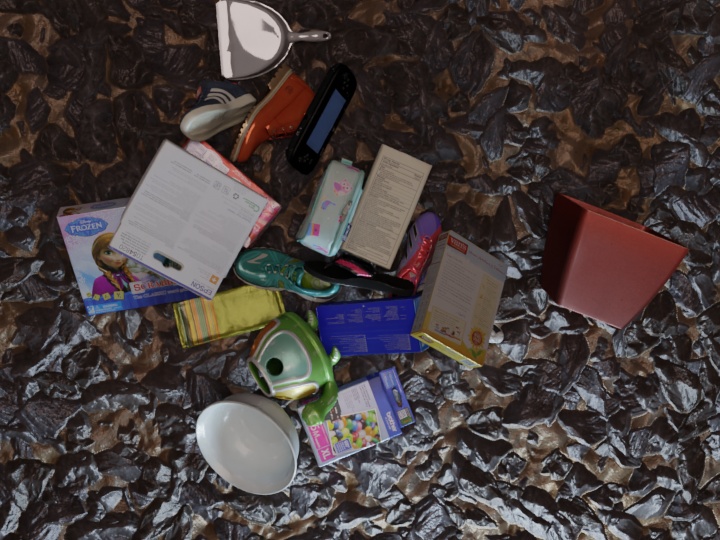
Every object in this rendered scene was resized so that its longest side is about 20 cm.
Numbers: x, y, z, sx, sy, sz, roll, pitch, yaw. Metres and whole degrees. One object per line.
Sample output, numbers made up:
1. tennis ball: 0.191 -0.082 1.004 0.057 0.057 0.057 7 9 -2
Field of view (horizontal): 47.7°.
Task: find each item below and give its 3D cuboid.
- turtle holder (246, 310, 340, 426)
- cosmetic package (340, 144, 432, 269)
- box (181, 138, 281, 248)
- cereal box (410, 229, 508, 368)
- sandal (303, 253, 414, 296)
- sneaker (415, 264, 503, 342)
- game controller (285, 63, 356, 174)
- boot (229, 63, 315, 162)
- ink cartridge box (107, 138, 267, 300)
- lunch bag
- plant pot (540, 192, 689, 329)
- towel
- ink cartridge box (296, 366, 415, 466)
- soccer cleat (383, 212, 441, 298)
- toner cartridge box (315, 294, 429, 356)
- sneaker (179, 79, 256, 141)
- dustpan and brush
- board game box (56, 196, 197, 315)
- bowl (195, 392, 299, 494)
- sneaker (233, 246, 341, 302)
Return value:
1. turtle holder: -0.119 0.173 1.441 0.131 0.141 0.187 -31 111 -27
2. cosmetic package: 0.043 -0.113 1.475 0.103 0.087 0.201 24 91 -4
3. box: -0.243 -0.138 1.446 0.200 0.095 0.100 40 90 -4
4. cereal box: 0.175 0.050 1.421 0.143 0.039 0.201 30 64 -23
5. sandal: 0.000 0.000 1.429 0.198 0.075 0.045 11 112 2
6. sneaker: 0.190 0.051 1.496 0.198 0.079 0.131 20 77 -16
7. game controller: -0.067 -0.268 1.454 0.042 0.104 0.201 28 90 27
8. boot: -0.152 -0.260 1.458 0.107 0.075 0.201 36 81 -11
9. ink cartridge box: -0.286 -0.082 1.356 0.199 0.041 0.201 30 90 -19
10. lunch bag: -0.049 -0.109 1.411 0.077 0.200 0.162 24 88 -7
11. plant pot: 0.430 -0.012 1.468 0.198 0.200 0.178 20 103 -5
12. towel: -0.239 0.078 1.493 0.198 0.018 0.087 -15 94 -4
13. ink cartridge box: -0.006 0.269 1.509 0.198 0.042 0.120 -22 94 -5
14. soccer cleat: 0.099 -0.011 1.488 0.066 0.076 0.201 25 91 -7
15. toner cartridge box: 0.020 0.100 1.452 0.198 0.043 0.096 -5 97 28
16. sneaker: -0.264 -0.285 1.405 0.084 0.200 0.075 42 119 4
17. dustpan and brush: -0.153 -0.420 1.472 0.198 0.057 0.141 -2 103 2
18. board game box: -0.401 -0.028 1.422 0.198 0.041 0.201 -10 120 -4
19. bowl: -0.186 0.290 1.449 0.199 0.090 0.203 11 122 19
20. sneaker: -0.128 0.003 1.463 0.198 0.080 0.078 13 83 -9
